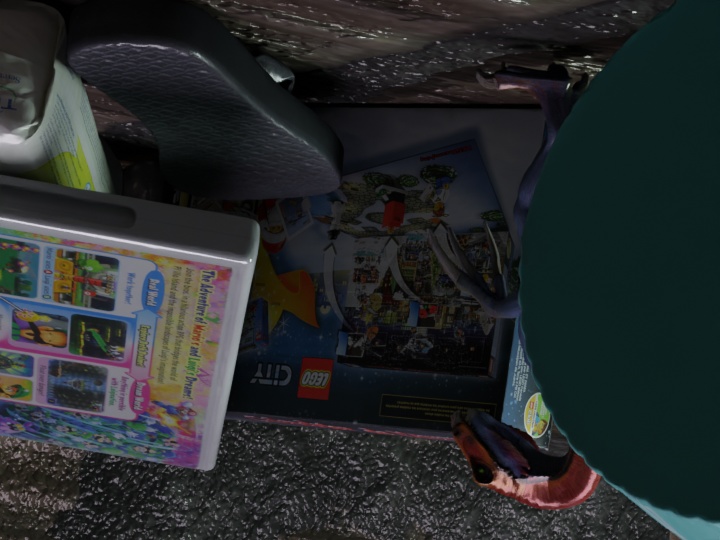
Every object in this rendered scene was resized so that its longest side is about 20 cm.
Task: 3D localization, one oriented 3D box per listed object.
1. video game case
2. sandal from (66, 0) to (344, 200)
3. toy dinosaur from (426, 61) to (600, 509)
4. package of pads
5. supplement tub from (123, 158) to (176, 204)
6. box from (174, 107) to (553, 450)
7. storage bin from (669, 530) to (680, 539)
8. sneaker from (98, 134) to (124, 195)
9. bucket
[{"bbox_3d":[-0.139,0.019,1.154,0.181,0.024,0.200,10,151,-3],"label":"video game case"},{"bbox_3d":[-0.054,-0.072,1.133,0.076,0.043,0.200,-1,162,14],"label":"sandal"},{"bbox_3d":[0.075,0.016,1.060,0.105,0.182,0.200,3,-165,2],"label":"toy dinosaur"},{"bbox_3d":[-0.203,-0.051,1.141,0.199,0.068,0.155,5,151,8],"label":"package of pads"},{"bbox_3d":[-0.060,0.011,1.453,0.199,0.123,0.123,8,173,-7],"label":"supplement tub"},{"bbox_3d":[0.000,0.000,1.220,0.200,0.137,0.038,3,172,39],"label":"box"},{"bbox_3d":[0.183,0.089,1.260,0.093,0.201,0.199,4,-169,7],"label":"storage bin"},{"bbox_3d":[-0.197,-0.060,1.282,0.199,0.078,0.112,19,178,3],"label":"sneaker"},{"bbox_3d":[0.156,0.009,0.853,0.207,0.208,0.135,3,163,37],"label":"bucket"}]
